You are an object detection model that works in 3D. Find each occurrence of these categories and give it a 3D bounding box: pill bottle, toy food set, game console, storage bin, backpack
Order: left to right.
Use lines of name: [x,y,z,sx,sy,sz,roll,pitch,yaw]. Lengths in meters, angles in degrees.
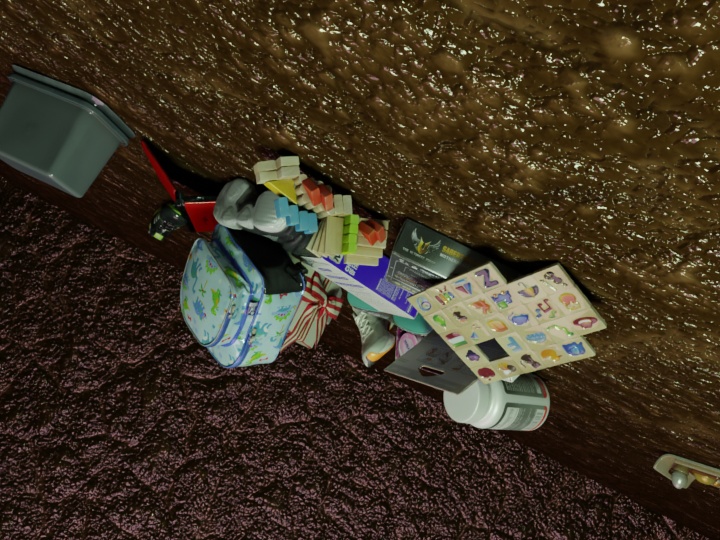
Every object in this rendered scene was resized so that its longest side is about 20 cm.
storage bin: [-0.481,-0.207,0.991,0.197,0.136,0.146,24,168,18]
game console: [-0.282,-0.146,1.102,0.168,0.122,0.200,-4,172,-10]
backpack: [-0.196,0.046,0.982,0.145,0.203,0.183,-6,-142,-39]
pill bottle: [0.262,0.247,1.209,0.197,0.117,0.113,13,177,-34]
toy food set: [0.738,0.457,1.308,0.142,0.061,0.199,33,167,-27]

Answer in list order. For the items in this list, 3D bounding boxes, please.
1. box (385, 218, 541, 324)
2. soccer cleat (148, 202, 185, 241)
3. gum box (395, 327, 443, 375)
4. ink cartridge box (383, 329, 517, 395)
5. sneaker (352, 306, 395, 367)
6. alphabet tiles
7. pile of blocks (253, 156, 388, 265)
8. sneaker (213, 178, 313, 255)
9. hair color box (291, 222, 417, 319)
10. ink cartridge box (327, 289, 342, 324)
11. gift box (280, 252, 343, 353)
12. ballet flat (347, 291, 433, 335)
box: [0.132,0.018,0.815,0.197,0.049,0.159,26,168,6]
soccer cleat: [-0.447,-0.109,1.451,0.067,0.082,0.199,32,167,-25]
gum box: [0.167,0.148,1.132,0.112,0.068,0.198,1,-176,-35]
ink cartridge box: [0.155,0.130,0.941,0.199,0.175,0.045,4,126,61]
sneaker: [0.015,0.105,1.195,0.092,0.075,0.201,45,-161,-12]
alphabet tiles: [0.175,0.059,0.738,0.167,0.008,0.198,47,136,-17]
pile of blocks: [-0.045,-0.067,0.762,0.198,0.083,0.062,31,167,-18]
sneaker: [-0.138,-0.075,0.945,0.198,0.077,0.113,17,168,47]
hair color box: [0.000,0.000,0.991,0.198,0.066,0.109,32,168,-30]
ink cartridge box: [-0.143,0.028,1.364,0.197,0.084,0.147,26,168,7]
gift box: [-0.138,0.045,1.167,0.184,0.203,0.185,21,172,18]
ballet flat: [0.069,0.061,1.130,0.198,0.073,0.072,19,166,34]
